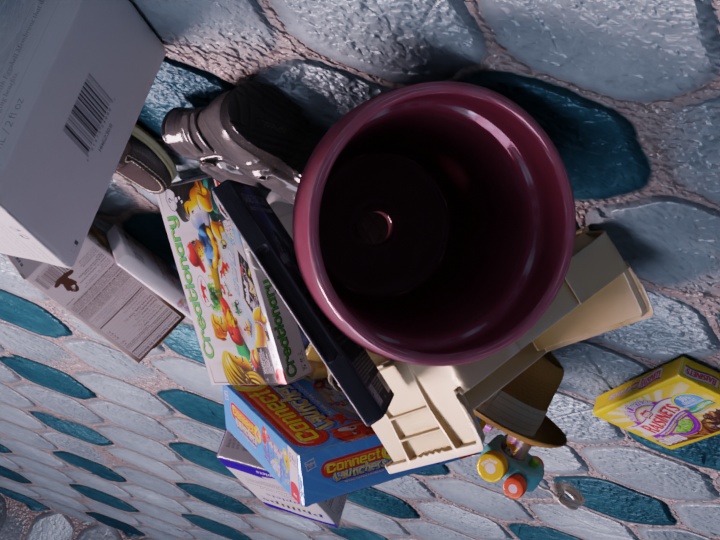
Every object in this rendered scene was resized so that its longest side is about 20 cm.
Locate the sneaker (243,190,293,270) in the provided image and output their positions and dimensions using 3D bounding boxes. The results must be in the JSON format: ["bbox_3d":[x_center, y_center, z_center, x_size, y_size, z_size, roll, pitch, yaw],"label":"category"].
[{"bbox_3d":[-0.010,-0.001,1.225,0.199,0.092,0.076,20,141,19],"label":"sneaker"}]

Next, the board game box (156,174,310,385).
[{"bbox_3d":[-0.121,0.008,1.321,0.034,0.201,0.126,-21,-171,-38],"label":"board game box"}]

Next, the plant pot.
[{"bbox_3d":[0.036,-0.035,1.056,0.199,0.201,0.179,26,175,-15],"label":"plant pot"}]

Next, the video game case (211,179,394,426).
[{"bbox_3d":[-0.039,0.022,1.059,0.201,0.019,0.143,56,-176,2],"label":"video game case"}]

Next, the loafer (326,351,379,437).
[{"bbox_3d":[-0.009,0.073,1.319,0.200,0.068,0.076,49,160,16],"label":"loafer"}]

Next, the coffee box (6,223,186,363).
[{"bbox_3d":[-0.295,0.002,1.527,0.114,0.080,0.200,45,180,41],"label":"coffee box"}]

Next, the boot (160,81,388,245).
[{"bbox_3d":[-0.064,-0.084,1.192,0.200,0.070,0.131,42,155,-23],"label":"boot"}]

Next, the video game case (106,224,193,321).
[{"bbox_3d":[-0.183,0.030,1.509,0.200,0.018,0.143,38,-178,-20],"label":"video game case"}]

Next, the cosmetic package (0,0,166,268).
[{"bbox_3d":[-0.290,-0.130,1.077,0.199,0.200,0.123,10,158,25],"label":"cosmetic package"}]

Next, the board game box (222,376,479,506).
[{"bbox_3d":[-0.013,0.146,1.416,0.195,0.056,0.200,-13,-158,-24],"label":"board game box"}]

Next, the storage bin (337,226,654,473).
[{"bbox_3d":[0.112,0.066,1.177,0.094,0.200,0.198,57,154,-2],"label":"storage bin"}]

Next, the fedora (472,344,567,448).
[{"bbox_3d":[0.131,0.088,1.361,0.200,0.082,0.201,33,-170,-6],"label":"fedora"}]

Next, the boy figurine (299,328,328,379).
[{"bbox_3d":[-0.029,0.050,1.430,0.199,0.125,0.064,5,-166,-37],"label":"boy figurine"}]

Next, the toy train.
[{"bbox_3d":[0.160,0.158,1.462,0.149,0.056,0.200,11,-152,-30],"label":"toy train"}]

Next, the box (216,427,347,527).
[{"bbox_3d":[-0.068,0.181,1.673,0.104,0.185,0.200,11,157,20],"label":"box"}]

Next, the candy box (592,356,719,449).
[{"bbox_3d":[0.321,0.137,1.428,0.102,0.027,0.200,26,159,-6],"label":"candy box"}]

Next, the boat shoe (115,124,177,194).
[{"bbox_3d":[-0.248,-0.117,1.263,0.073,0.065,0.200,-2,151,44],"label":"boat shoe"}]
